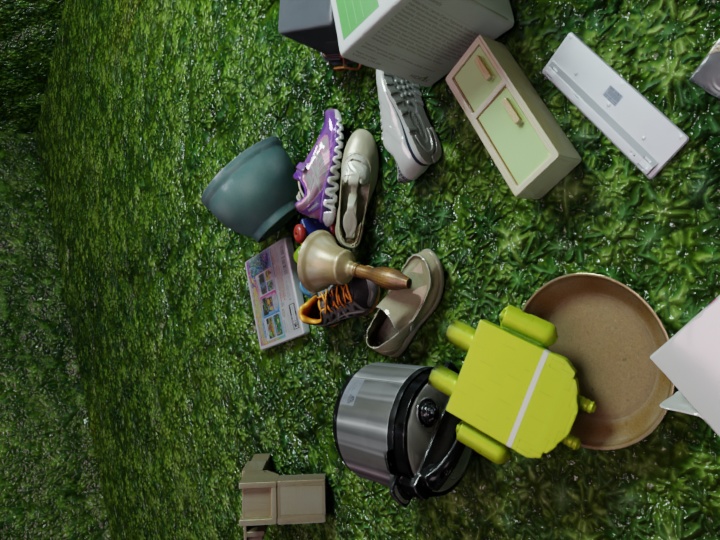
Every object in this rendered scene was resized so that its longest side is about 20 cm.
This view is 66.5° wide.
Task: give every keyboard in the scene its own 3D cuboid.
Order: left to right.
[{"bbox_3d":[0.292,-0.198,0.645,0.057,0.010,0.203,-50,57,32],"label":"keyboard"}]

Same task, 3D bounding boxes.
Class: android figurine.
[{"bbox_3d":[0.184,0.144,0.676,0.195,0.041,0.188,22,95,26],"label":"android figurine"}]

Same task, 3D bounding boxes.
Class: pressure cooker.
[{"bbox_3d":[0.073,0.229,0.795,0.196,0.174,0.184,-7,84,48],"label":"pressure cooker"}]

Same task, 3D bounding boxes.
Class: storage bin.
[{"bbox_3d":[-0.045,-0.420,0.920,0.197,0.131,0.152,18,106,47],"label":"storage bin"}]

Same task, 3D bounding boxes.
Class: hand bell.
[{"bbox_3d":[0.000,0.000,0.878,0.195,0.102,0.109,12,101,40],"label":"hand bell"}]

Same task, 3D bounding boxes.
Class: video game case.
[{"bbox_3d":[-0.184,0.054,1.190,0.180,0.023,0.208,-23,76,47],"label":"video game case"}]

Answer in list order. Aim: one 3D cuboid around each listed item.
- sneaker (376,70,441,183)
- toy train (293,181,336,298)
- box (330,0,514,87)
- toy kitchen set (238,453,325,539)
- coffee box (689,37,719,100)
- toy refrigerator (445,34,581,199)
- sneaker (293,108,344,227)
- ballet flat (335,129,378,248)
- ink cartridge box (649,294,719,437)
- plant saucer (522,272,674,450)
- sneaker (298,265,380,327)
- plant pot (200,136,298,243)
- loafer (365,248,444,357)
[{"bbox_3d":[0.057,-0.242,0.865,0.080,0.074,0.207,-35,65,53],"label":"sneaker"},{"bbox_3d":[-0.099,-0.056,1.053,0.116,0.082,0.206,-50,56,53],"label":"toy train"},{"bbox_3d":[0.072,-0.398,0.740,0.169,0.196,0.207,-22,76,44],"label":"box"},{"bbox_3d":[-0.157,0.496,1.152,0.200,0.173,0.170,139,129,-86],"label":"toy kitchen set"},{"bbox_3d":[0.410,-0.229,0.481,0.124,0.043,0.203,53,129,32],"label":"coffee box"},{"bbox_3d":[0.192,-0.199,0.712,0.076,0.068,0.205,-43,61,40],"label":"toy refrigerator"},{"bbox_3d":[-0.076,-0.186,0.982,0.081,0.085,0.209,-112,30,-85],"label":"sneaker"},{"bbox_3d":[-0.009,-0.134,0.942,0.068,0.068,0.208,25,115,44],"label":"ballet flat"},{"bbox_3d":[0.372,0.070,0.482,0.127,0.126,0.203,54,130,30],"label":"ink cartridge box"},{"bbox_3d":[0.277,0.106,0.659,0.196,0.035,0.209,5,96,49],"label":"plant saucer"},{"bbox_3d":[-0.038,0.055,0.985,0.199,0.075,0.081,-37,64,42],"label":"sneaker"},{"bbox_3d":[-0.197,-0.145,1.090,0.135,0.200,0.199,50,132,-2],"label":"plant pot"},{"bbox_3d":[0.068,0.059,0.870,0.076,0.067,0.205,44,123,37],"label":"loafer"}]
